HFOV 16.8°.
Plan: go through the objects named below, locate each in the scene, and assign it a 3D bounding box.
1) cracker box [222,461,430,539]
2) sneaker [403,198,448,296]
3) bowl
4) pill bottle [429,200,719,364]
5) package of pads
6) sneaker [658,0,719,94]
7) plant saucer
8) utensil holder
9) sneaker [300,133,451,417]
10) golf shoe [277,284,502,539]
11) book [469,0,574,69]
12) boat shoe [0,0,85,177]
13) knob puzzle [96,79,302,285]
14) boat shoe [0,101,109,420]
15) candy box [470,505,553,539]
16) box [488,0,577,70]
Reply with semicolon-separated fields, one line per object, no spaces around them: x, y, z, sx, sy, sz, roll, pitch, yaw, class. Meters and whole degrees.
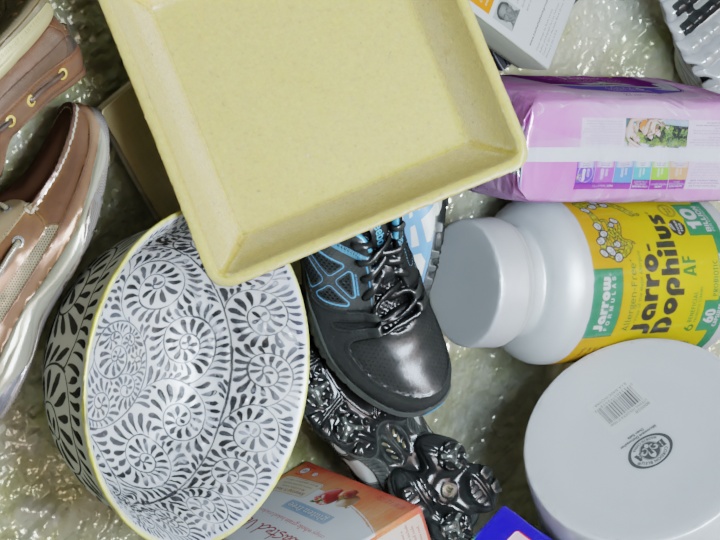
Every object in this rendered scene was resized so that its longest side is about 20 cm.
-0.068;0.198;1.509;0.199;0.134;0.058;-29;114;-28;cracker box
0.018;-0.070;1.533;0.072;0.072;0.202;-3;117;7;sneaker
-0.127;0.059;1.454;0.200;0.094;0.203;-11;103;-52;bowl
0.148;0.005;1.637;0.199;0.112;0.114;-1;99;-34;pill bottle
0.149;-0.088;1.615;0.199;0.120;0.076;-2;105;-34;package of pads
0.239;-0.165;1.687;0.075;0.081;0.201;-32;120;-11;sneaker
-0.029;-0.115;1.420;0.198;0.048;0.201;-22;85;-4;plant saucer
0.202;0.167;1.628;0.170;0.169;0.201;-46;145;-19;utensil holder
0.000;0.000;1.486;0.073;0.082;0.201;-33;98;-23;sneaker
0.001;0.096;1.571;0.078;0.094;0.201;-40;104;-18;golf shoe
0.068;-0.231;1.527;0.199;0.048;0.135;31;77;-35;book
-0.230;-0.071;1.387;0.200;0.072;0.068;-51;120;-19;boat shoe
-0.056;-0.074;1.531;0.218;0.030;0.222;-8;105;-33;knob puzzle
-0.206;-0.010;1.415;0.071;0.076;0.201;26;78;-21;boat shoe
0.072;0.276;1.603;0.169;0.077;0.201;-43;150;-22;candy box
0.111;-0.256;1.605;0.200;0.044;0.161;-43;118;-21;box
